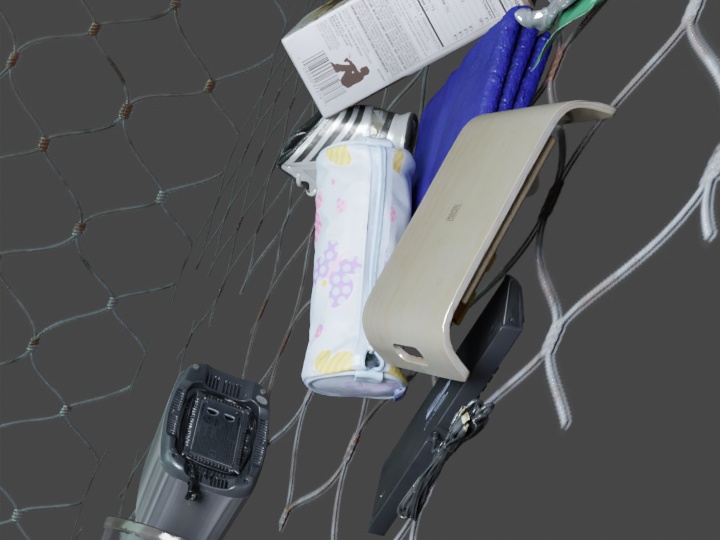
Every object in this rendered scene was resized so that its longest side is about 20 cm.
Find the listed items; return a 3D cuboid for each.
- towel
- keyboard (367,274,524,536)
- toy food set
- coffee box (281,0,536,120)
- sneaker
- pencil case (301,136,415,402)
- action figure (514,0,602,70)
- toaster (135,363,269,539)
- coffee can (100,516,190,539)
[{"bbox_3d":[0.088,-0.107,1.251,0.200,0.049,0.149,134,153,-65],"label":"towel"},{"bbox_3d":[0.056,0.104,1.043,0.201,0.020,0.128,-61,7,32],"label":"keyboard"},{"bbox_3d":[0.085,-0.023,1.045,0.202,0.060,0.143,-61,19,-8],"label":"toy food set"},{"bbox_3d":[0.045,-0.216,1.299,0.198,0.080,0.113,-27,13,18],"label":"coffee box"},{"bbox_3d":[-0.020,-0.067,1.402,0.076,0.114,0.202,-68,-9,-53],"label":"sneaker"},{"bbox_3d":[0.000,0.000,1.219,0.091,0.082,0.203,92,-179,-70],"label":"pencil case"},{"bbox_3d":[0.178,-0.237,1.086,0.200,0.054,0.119,-45,21,52],"label":"action figure"},{"bbox_3d":[-0.167,0.206,1.637,0.201,0.112,0.130,-85,18,-52],"label":"toaster"},{"bbox_3d":[-0.197,0.343,1.409,0.146,0.145,0.202,146,145,-69],"label":"coffee can"}]
